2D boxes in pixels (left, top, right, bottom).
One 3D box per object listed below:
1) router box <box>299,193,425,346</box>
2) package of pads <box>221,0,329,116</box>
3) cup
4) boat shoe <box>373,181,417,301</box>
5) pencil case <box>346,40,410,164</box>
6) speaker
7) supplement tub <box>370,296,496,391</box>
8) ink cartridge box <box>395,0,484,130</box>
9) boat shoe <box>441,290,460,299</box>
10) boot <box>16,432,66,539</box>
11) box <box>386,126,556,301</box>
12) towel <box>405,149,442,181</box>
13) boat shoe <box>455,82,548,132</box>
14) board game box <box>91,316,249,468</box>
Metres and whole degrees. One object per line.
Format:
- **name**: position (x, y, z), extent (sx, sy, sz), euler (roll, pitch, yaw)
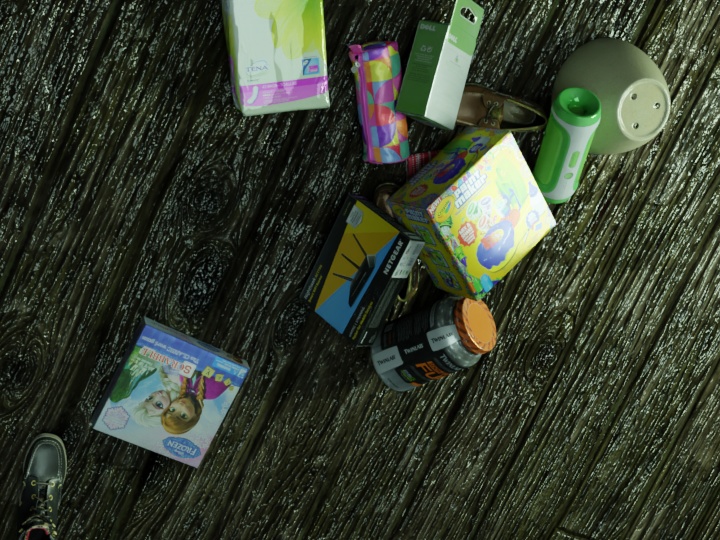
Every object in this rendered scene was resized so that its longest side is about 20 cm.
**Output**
- **router box**: position (0.000, 0.000, 1.724), extent (0.051, 0.149, 0.202), euler (3, 118, -54)
- **package of pads**: position (-0.133, -0.346, 1.626), extent (0.152, 0.068, 0.203), euler (-9, 109, -16)
- **cup**: position (0.444, -0.284, 1.783), extent (0.197, 0.143, 0.204), euler (-5, 110, -16)
- **boat shoe**: position (0.064, -0.046, 1.768), extent (0.071, 0.068, 0.203), euler (-10, 111, 12)
- **pencil case**: position (0.029, -0.271, 1.692), extent (0.087, 0.088, 0.203), euler (-15, 111, -12)
- **speaker**: position (0.343, -0.207, 1.763), extent (0.087, 0.089, 0.201), euler (-10, 143, -14)
- **supplement tub**: position (0.124, 0.120, 1.779), extent (0.198, 0.123, 0.123), euler (-25, 120, 36)
- **ink cartridge box**: position (0.128, -0.336, 1.680), extent (0.103, 0.059, 0.203), euler (10, 96, -58)
- **boat shoe**: position (0.172, 0.071, 1.861), extent (0.066, 0.057, 0.203), euler (13, 103, -20)
- **boot**: position (-0.518, 0.383, 1.699), extent (0.072, 0.151, 0.203), euler (12, 104, -20)
- **box**: position (0.182, -0.095, 1.720), extent (0.200, 0.121, 0.194), euler (-43, 118, -17)
- **towel**: position (0.175, -0.139, 1.813), extent (0.197, 0.022, 0.147), euler (-8, 109, -14)
- **boat shoe**: position (0.221, -0.270, 1.758), extent (0.197, 0.068, 0.073), euler (1, 108, -17)
- **board game box**: position (-0.318, 0.207, 1.763), extent (0.198, 0.041, 0.202), euler (25, 99, -22)
